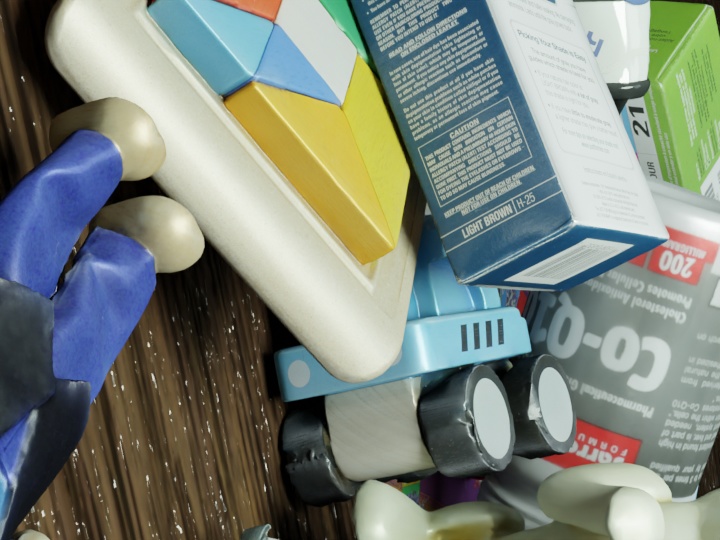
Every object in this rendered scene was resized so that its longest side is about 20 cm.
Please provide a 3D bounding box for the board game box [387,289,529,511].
[{"bbox_3d":[0.068,0.072,0.912,0.200,0.039,0.159,-34,123,-51],"label":"board game box"}]

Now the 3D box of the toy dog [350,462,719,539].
[{"bbox_3d":[0.121,0.155,0.708,0.194,0.199,0.141,46,34,-54],"label":"toy dog"}]

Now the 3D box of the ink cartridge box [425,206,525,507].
[{"bbox_3d":[0.057,0.043,0.971,0.177,0.044,0.201,-56,139,-36],"label":"ink cartridge box"}]

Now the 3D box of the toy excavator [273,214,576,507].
[{"bbox_3d":[0.000,0.000,0.753,0.194,0.099,0.202,-3,79,-59],"label":"toy excavator"}]

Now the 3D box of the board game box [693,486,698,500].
[{"bbox_3d":[0.165,0.103,1.099,0.200,0.043,0.201,89,-10,-46],"label":"board game box"}]

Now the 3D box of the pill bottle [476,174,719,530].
[{"bbox_3d":[0.129,0.056,0.850,0.114,0.113,0.201,-12,121,-71],"label":"pill bottle"}]

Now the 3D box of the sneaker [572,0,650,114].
[{"bbox_3d":[0.065,-0.104,0.824,0.080,0.199,0.116,-14,103,-42],"label":"sneaker"}]

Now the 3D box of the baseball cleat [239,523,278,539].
[{"bbox_3d":[-0.009,0.191,0.697,0.107,0.069,0.201,-69,149,-49],"label":"baseball cleat"}]

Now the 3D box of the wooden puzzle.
[{"bbox_3d":[-0.025,-0.083,0.658,0.185,0.037,0.201,50,34,-25],"label":"wooden puzzle"}]

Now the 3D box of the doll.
[{"bbox_3d":[-0.109,0.033,0.483,0.201,0.048,0.137,-67,148,-44],"label":"doll"}]

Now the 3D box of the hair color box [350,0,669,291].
[{"bbox_3d":[0.052,-0.094,0.708,0.100,0.060,0.201,6,61,-59],"label":"hair color box"}]

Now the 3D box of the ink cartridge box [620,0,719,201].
[{"bbox_3d":[0.115,-0.081,0.985,0.076,0.199,0.148,-52,137,-34],"label":"ink cartridge box"}]
